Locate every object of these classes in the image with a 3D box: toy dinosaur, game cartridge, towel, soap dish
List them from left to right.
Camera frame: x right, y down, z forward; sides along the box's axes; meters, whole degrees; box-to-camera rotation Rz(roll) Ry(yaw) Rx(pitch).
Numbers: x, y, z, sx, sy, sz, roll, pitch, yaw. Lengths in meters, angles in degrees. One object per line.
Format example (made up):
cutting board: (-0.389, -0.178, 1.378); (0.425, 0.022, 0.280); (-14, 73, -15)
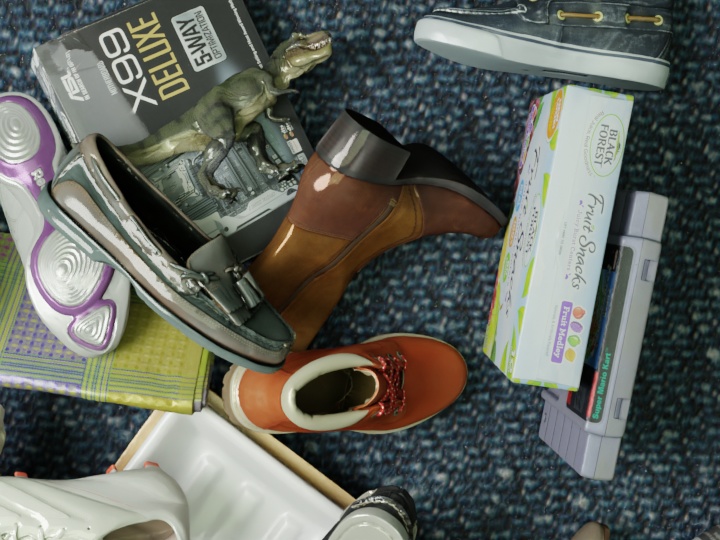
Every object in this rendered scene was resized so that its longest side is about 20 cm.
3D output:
towel: (-0.198, 0.037, 0.839); (0.197, 0.023, 0.145); (7, 50, -3)
toy dinosaur: (-0.093, -0.095, 0.798); (0.199, 0.047, 0.089); (-31, 81, -18)
soap dish: (-0.099, 0.196, 0.864); (0.199, 0.081, 0.158); (37, 93, -4)
game cartridge: (0.174, 0.041, 0.835); (0.038, 0.130, 0.203); (10, 93, -2)

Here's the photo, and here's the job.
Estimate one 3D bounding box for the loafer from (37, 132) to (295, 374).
loafer: (-0.120, -0.011, 0.749); (0.199, 0.072, 0.063); (36, 110, -3)

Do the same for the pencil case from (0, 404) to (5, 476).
pencil case: (-0.285, 0.177, 0.817); (0.088, 0.078, 0.202); (-3, 126, -12)

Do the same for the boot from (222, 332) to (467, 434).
boot: (0.011, 0.086, 0.823); (0.198, 0.107, 0.076); (-5, 87, -30)

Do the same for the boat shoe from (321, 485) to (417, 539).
boat shoe: (-0.023, 0.233, 0.794); (0.073, 0.060, 0.201); (31, 113, 8)

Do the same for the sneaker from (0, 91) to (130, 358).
sneaker: (-0.215, -0.030, 0.829); (0.074, 0.100, 0.202); (-22, 78, -9)

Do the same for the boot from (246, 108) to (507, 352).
boot: (0.000, 0.000, 0.843); (0.069, 0.187, 0.201); (46, 110, 37)

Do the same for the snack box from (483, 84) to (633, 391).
snack box: (0.139, -0.025, 0.823); (0.052, 0.142, 0.203); (10, 93, -4)

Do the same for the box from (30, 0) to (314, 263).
box: (-0.127, -0.098, 0.836); (0.156, 0.050, 0.202); (-27, 95, -19)

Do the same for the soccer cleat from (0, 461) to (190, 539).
soccer cleat: (-0.208, 0.174, 0.749); (0.197, 0.078, 0.070); (-5, 125, -23)

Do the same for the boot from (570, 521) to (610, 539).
boot: (0.096, 0.272, 0.884); (0.144, 0.070, 0.202); (19, 87, 5)

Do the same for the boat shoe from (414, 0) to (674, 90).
boat shoe: (0.141, -0.195, 0.852); (0.197, 0.071, 0.092); (8, 93, -9)

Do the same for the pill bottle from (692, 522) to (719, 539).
pill bottle: (0.314, 0.235, 0.861); (0.199, 0.111, 0.112); (-31, 94, 1)
